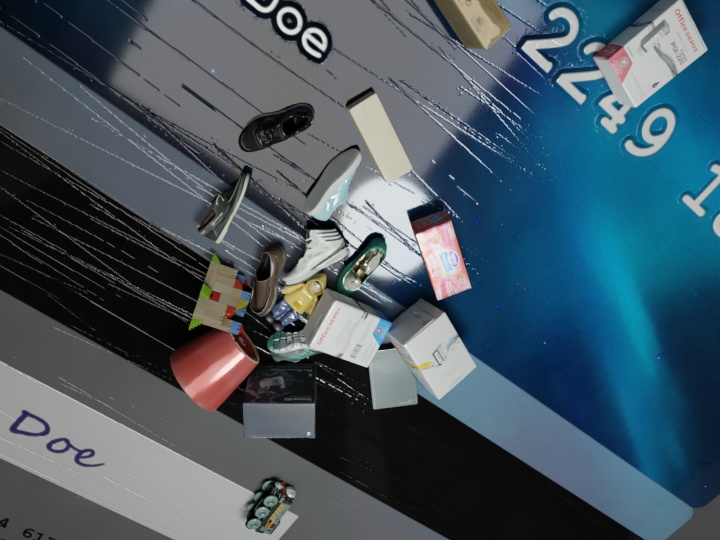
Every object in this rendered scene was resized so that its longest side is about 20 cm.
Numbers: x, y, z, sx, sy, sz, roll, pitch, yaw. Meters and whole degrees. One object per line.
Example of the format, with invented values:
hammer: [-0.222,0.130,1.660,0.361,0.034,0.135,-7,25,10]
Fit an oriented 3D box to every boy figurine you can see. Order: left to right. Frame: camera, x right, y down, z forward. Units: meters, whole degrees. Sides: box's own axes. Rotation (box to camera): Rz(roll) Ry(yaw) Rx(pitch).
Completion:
boy figurine: [-0.162,0.084,1.542,0.199,0.065,0.125,-37,101,14]

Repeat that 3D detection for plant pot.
plant pot: [-0.384,0.245,1.540,0.176,0.201,0.202,-38,111,1]

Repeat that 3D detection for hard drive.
hard drive: [0.095,0.311,1.675,0.136,0.033,0.204,-7,114,-1]

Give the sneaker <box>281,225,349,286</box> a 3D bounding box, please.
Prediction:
sneaker: [-0.137,-0.049,1.492,0.198,0.076,0.117,-30,104,1]

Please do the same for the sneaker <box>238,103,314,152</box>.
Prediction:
sneaker: [-0.204,-0.335,1.344,0.197,0.088,0.077,-23,114,7]

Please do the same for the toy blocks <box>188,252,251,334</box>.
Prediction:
toy blocks: [-0.349,0.073,1.481,0.134,0.204,0.100,18,153,-14]

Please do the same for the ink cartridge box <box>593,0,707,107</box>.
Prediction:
ink cartridge box: [0.676,-0.507,1.329,0.199,0.085,0.146,-40,111,11]

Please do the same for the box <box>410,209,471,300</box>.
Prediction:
box: [0.213,-0.041,1.495,0.101,0.095,0.203,-19,114,4]

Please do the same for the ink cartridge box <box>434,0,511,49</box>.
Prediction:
ink cartridge box: [0.220,-0.582,1.222,0.075,0.165,0.200,-38,111,11]

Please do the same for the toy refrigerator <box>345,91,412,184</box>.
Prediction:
toy refrigerator: [0.046,-0.321,1.379,0.075,0.070,0.202,-30,113,2]

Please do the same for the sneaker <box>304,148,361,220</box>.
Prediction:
sneaker: [-0.057,-0.212,1.429,0.200,0.074,0.081,-48,138,11]

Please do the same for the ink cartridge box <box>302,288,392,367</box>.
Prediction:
ink cartridge box: [-0.037,0.155,1.535,0.198,0.084,0.148,25,102,-30]

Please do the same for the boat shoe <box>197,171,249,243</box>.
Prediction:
boat shoe: [-0.339,-0.162,1.419,0.067,0.072,0.201,28,111,-19]

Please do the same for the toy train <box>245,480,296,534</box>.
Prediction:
toy train: [-0.289,0.760,1.824,0.113,0.086,0.202,27,108,-27]

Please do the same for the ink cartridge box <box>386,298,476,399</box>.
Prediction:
ink cartridge box: [0.188,0.211,1.555,0.144,0.147,0.202,-37,111,-10]

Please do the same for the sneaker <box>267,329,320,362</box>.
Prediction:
sneaker: [-0.165,0.216,1.606,0.195,0.079,0.092,-1,138,-8]

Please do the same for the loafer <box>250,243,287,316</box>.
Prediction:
loafer: [-0.257,0.026,1.497,0.072,0.071,0.204,25,107,28]

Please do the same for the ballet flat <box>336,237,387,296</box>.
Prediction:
ballet flat: [0.000,0.000,1.513,0.067,0.071,0.201,34,108,-17]

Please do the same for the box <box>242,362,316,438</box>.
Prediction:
box: [-0.219,0.357,1.584,0.192,0.201,0.120,1,114,-5]
